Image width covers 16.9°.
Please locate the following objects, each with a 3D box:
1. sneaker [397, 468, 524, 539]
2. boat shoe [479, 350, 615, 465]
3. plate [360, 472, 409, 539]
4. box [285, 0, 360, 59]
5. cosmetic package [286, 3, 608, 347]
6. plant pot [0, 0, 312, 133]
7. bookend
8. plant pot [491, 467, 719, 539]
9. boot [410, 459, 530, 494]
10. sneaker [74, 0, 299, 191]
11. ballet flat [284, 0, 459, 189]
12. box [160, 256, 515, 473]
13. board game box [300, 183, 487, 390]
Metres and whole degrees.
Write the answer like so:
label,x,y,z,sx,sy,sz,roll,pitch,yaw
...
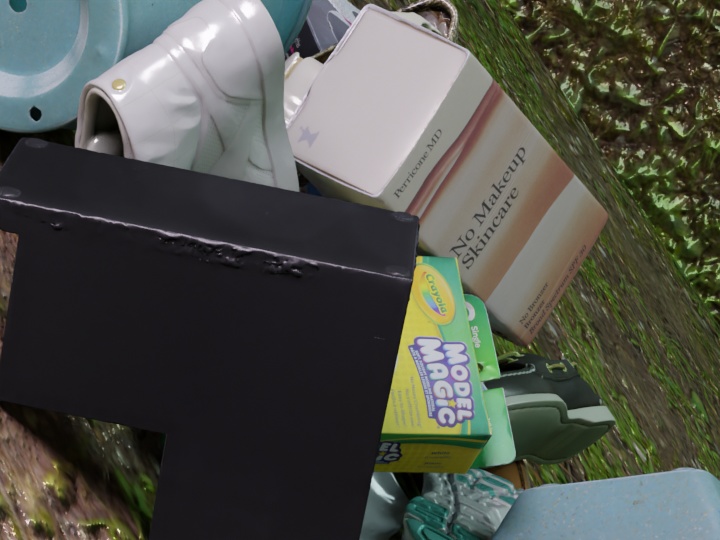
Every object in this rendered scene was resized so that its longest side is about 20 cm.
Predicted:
label,x,y,z,sx,sy,sz,roll,pitch,yaw
sneaker,0.053,0.176,1.488,0.077,0.092,0.200,25,14,14
boat shoe,0.104,0.088,1.596,0.061,0.072,0.201,58,17,19
plate,-0.047,0.084,1.430,0.201,0.032,0.200,59,13,1
box,-0.031,-0.113,1.658,0.132,0.115,0.200,36,17,-26
cosmetic package,0.051,-0.051,1.394,0.087,0.104,0.200,28,-8,39
plant pot,-0.148,-0.162,1.306,0.201,0.199,0.188,57,29,-4
bookend,-0.086,0.061,1.156,0.092,0.197,0.202,-81,-179,-70
plant pot,0.165,0.226,1.389,0.196,0.195,0.202,37,49,-57
boot,0.031,0.087,1.609,0.155,0.076,0.201,36,25,-59
sneaker,-0.096,-0.056,1.264,0.074,0.115,0.201,45,-22,28
ballet flat,-0.014,-0.109,1.406,0.068,0.076,0.200,43,52,15
box,-0.012,0.049,1.306,0.198,0.048,0.118,3,56,-22
board game box,0.000,0.000,1.466,0.201,0.036,0.151,56,6,23
